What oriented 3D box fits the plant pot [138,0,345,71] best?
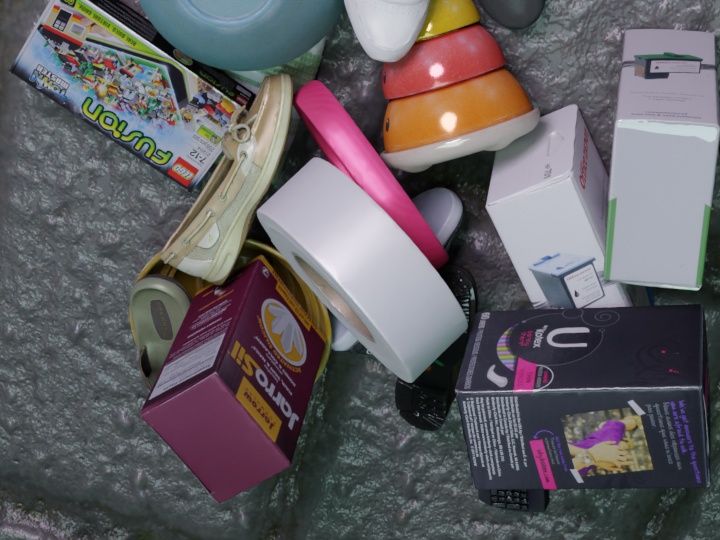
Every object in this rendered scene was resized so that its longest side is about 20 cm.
[{"bbox_3d":[-0.103,-0.255,1.153,0.197,0.135,0.203,1,107,2],"label":"plant pot"}]

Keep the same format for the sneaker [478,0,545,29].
[{"bbox_3d":[0.108,-0.283,1.157,0.073,0.089,0.202,-11,119,14],"label":"sneaker"}]

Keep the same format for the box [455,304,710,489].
[{"bbox_3d":[0.190,0.105,1.175,0.198,0.123,0.107,-3,121,15],"label":"box"}]

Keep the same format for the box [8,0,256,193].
[{"bbox_3d":[-0.205,-0.169,1.274,0.199,0.035,0.110,33,122,-13],"label":"box"}]

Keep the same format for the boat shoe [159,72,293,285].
[{"bbox_3d":[-0.115,-0.085,1.240,0.063,0.073,0.202,20,113,-14],"label":"boat shoe"}]

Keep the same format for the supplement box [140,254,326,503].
[{"bbox_3d":[-0.106,0.092,1.244,0.085,0.201,0.111,-29,112,22],"label":"supplement box"}]

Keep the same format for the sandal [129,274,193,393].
[{"bbox_3d":[-0.180,0.101,1.344,0.079,0.058,0.203,-10,118,14],"label":"sandal"}]

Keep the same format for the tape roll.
[{"bbox_3d":[0.000,0.000,1.210,0.071,0.202,0.203,-43,109,-7],"label":"tape roll"}]

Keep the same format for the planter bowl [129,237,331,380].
[{"bbox_3d":[-0.120,0.034,1.379,0.198,0.084,0.202,4,120,6],"label":"planter bowl"}]

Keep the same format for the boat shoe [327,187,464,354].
[{"bbox_3d":[0.043,0.008,1.351,0.066,0.070,0.201,23,114,-36],"label":"boat shoe"}]

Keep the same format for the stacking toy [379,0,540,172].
[{"bbox_3d":[0.064,-0.196,1.213,0.145,0.146,0.202,-14,98,17],"label":"stacking toy"}]

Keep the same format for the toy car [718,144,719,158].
[{"bbox_3d":[0.384,-0.073,1.166,0.156,0.201,0.166,-1,120,9],"label":"toy car"}]

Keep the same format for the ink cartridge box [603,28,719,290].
[{"bbox_3d":[0.252,-0.099,1.175,0.083,0.201,0.148,5,120,10],"label":"ink cartridge box"}]

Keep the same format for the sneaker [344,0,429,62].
[{"bbox_3d":[0.026,-0.266,1.114,0.074,0.100,0.203,7,103,0],"label":"sneaker"}]

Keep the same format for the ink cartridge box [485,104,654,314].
[{"bbox_3d":[0.193,-0.023,1.258,0.085,0.147,0.201,-20,115,22],"label":"ink cartridge box"}]

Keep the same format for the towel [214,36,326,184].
[{"bbox_3d":[-0.117,-0.183,1.284,0.148,0.031,0.202,19,121,-1],"label":"towel"}]

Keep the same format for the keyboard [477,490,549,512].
[{"bbox_3d":[0.177,0.167,1.445,0.125,0.021,0.202,-1,120,10],"label":"keyboard"}]

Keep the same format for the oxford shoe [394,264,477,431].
[{"bbox_3d":[0.079,0.059,1.360,0.072,0.085,0.201,26,137,13],"label":"oxford shoe"}]

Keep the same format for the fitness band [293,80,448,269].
[{"bbox_3d":[0.009,-0.082,1.242,0.037,0.144,0.201,-37,83,-2],"label":"fitness band"}]
